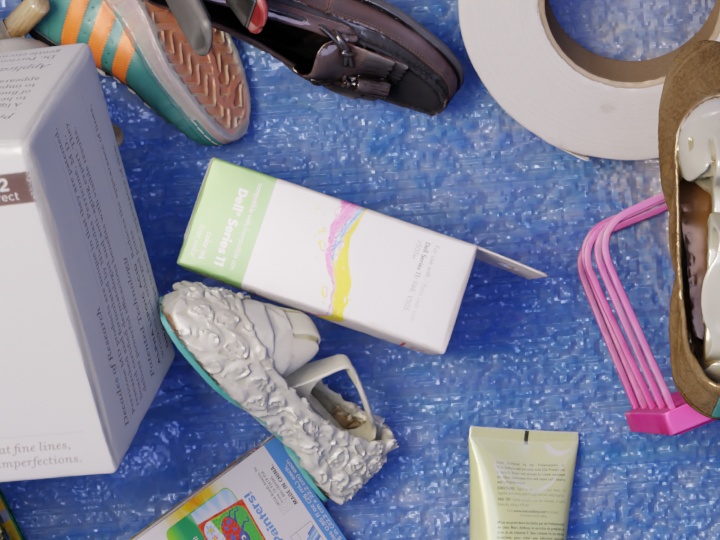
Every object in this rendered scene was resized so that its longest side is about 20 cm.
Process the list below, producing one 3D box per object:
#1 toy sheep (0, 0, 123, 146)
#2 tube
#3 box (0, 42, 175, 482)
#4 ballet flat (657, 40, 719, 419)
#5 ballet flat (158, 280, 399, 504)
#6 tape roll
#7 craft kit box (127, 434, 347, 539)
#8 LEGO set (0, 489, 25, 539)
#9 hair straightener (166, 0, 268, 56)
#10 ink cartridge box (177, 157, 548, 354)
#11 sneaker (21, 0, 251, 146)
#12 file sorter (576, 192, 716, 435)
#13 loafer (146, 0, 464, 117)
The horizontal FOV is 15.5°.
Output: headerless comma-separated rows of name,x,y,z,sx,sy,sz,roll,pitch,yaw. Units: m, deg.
toy sheep,-0.210,-0.075,1.514,0.138,0.138,0.200,-27,78,-1
tube,0.092,0.193,1.563,0.052,0.058,0.200,3,89,19
box,-0.227,0.001,1.414,0.199,0.131,0.200,-5,116,15
ballet flat,0.186,-0.024,1.359,0.068,0.072,0.200,3,84,3
ballet flat,-0.041,0.058,1.507,0.072,0.072,0.200,-41,134,-1
tape roll,0.156,-0.160,1.526,0.203,0.037,0.203,2,117,4
craft kit box,-0.062,0.224,1.500,0.049,0.198,0.200,-34,90,42
LEGO set,-0.254,0.178,1.494,0.116,0.200,0.154,-24,111,1
hair straightener,-0.134,-0.203,1.474,0.077,0.041,0.200,-28,80,-22
ink cartridge box,0.000,0.000,1.524,0.200,0.117,0.067,19,88,-1
sneaker,-0.146,-0.148,1.553,0.080,0.071,0.200,-26,108,38
file sorter,0.204,0.010,1.490,0.139,0.200,0.125,-22,87,-1
loafer,-0.037,-0.136,1.534,0.200,0.072,0.063,29,58,-10
